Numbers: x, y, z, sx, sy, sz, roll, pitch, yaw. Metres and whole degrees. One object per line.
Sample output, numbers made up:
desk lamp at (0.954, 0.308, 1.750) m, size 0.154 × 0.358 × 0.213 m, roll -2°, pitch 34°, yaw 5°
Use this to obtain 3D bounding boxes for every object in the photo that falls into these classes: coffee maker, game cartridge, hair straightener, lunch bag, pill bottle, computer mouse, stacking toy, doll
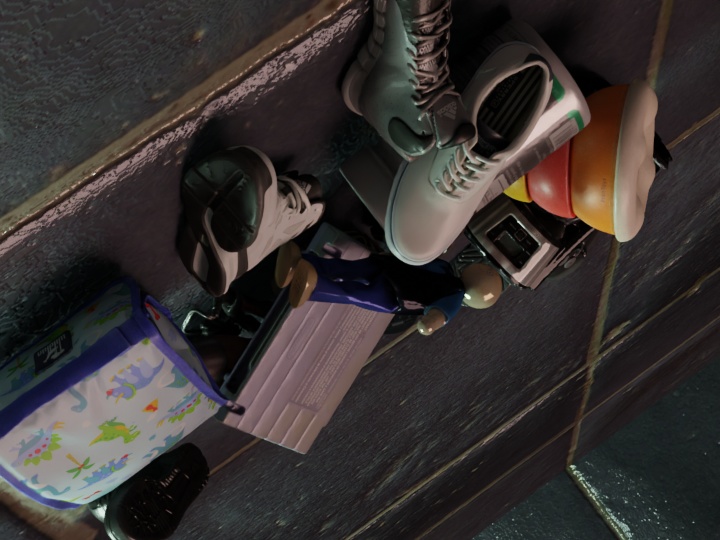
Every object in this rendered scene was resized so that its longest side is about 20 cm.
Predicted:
coffee maker at (0.209, -0.084, 1.568) m, size 0.200 × 0.135 × 0.192 m, roll -43°, pitch 161°, yaw 17°
game cartridge at (-0.042, 0.065, 1.414) m, size 0.129 × 0.038 × 0.201 m, roll 28°, pitch 95°, yaw -52°
hair straightener at (-0.112, 0.061, 1.469) m, size 0.077 × 0.041 × 0.200 m, roll -41°, pitch 161°, yaw 9°
lunch bag at (-0.216, 0.100, 1.247) m, size 0.170 × 0.128 × 0.200 m, roll -37°, pitch 171°, yaw -1°
pill bottle at (0.087, -0.111, 1.318) m, size 0.199 × 0.113 × 0.113 m, roll -38°, pitch 161°, yaw 1°
computer mouse at (0.039, 0.007, 1.645) m, size 0.058 × 0.034 × 0.201 m, roll -14°, pitch 150°, yaw -14°
stacking toy at (0.165, -0.108, 1.409) m, size 0.146 × 0.198 × 0.148 m, roll 7°, pitch 90°, yaw -74°
doll at (0.032, 0.013, 1.328) m, size 0.198 × 0.137 × 0.049 m, roll 4°, pitch 115°, yaw -25°

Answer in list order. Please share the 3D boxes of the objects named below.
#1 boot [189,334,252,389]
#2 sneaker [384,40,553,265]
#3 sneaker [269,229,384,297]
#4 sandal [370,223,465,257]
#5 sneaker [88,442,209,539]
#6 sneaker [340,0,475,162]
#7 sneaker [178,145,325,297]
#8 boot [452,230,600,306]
boot at (-0.124, 0.112, 1.488) m, size 0.199 × 0.069 × 0.189 m, roll -6°, pitch 144°, yaw -43°
sneaker at (0.083, -0.093, 1.226) m, size 0.201 × 0.073 × 0.071 m, roll -61°, pitch -170°, yaw 6°
sneaker at (0.000, 0.000, 1.484) m, size 0.076 × 0.071 × 0.199 m, roll -47°, pitch 159°, yaw 28°
sandal at (0.062, -0.032, 1.451) m, size 0.081 × 0.055 × 0.200 m, roll -25°, pitch -170°, yaw -9°
sneaker at (-0.203, 0.208, 1.384) m, size 0.104 × 0.060 × 0.200 m, roll -25°, pitch -174°, yaw 23°
sneaker at (0.057, -0.155, 1.158) m, size 0.075 × 0.116 × 0.200 m, roll -25°, pitch 158°, yaw -28°
sneaker at (-0.078, -0.063, 1.226) m, size 0.115 × 0.076 × 0.201 m, roll -38°, pitch 171°, yaw -26°
boot at (0.195, -0.014, 1.824) m, size 0.165 × 0.066 × 0.200 m, roll -40°, pitch 165°, yaw 13°
